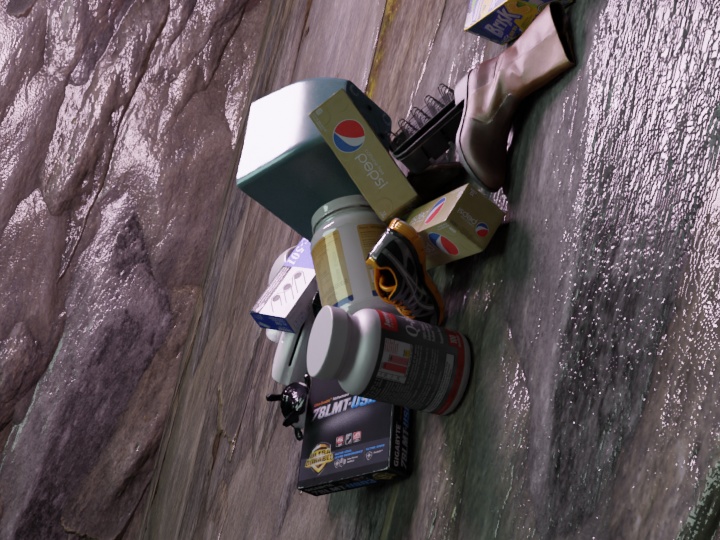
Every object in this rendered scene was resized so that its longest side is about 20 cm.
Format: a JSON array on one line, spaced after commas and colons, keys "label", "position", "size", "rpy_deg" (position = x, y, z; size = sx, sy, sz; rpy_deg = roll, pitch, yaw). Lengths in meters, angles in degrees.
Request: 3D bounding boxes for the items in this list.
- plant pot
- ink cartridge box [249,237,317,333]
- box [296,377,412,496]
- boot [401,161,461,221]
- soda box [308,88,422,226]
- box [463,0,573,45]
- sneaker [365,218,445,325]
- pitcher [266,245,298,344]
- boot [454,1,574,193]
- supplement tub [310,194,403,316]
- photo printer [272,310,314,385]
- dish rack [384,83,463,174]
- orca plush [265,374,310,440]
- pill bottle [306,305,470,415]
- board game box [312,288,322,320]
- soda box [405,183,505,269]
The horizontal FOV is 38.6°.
[{"label": "plant pot", "position": [-0.058, -0.201, 1.697], "size": [0.199, 0.195, 0.198], "rpy_deg": [-27, 42, 35]}, {"label": "ink cartridge box", "position": [-0.102, 0.017, 1.809], "size": [0.093, 0.044, 0.201], "rpy_deg": [6, 51, 42]}, {"label": "box", "position": [-0.006, 0.224, 1.547], "size": [0.199, 0.049, 0.201], "rpy_deg": [-22, 53, 41]}, {"label": "boot", "position": [0.102, -0.107, 1.593], "size": [0.199, 0.074, 0.099], "rpy_deg": [-17, 82, 63]}, {"label": "soda box", "position": [0.008, -0.167, 1.535], "size": [0.067, 0.201, 0.064], "rpy_deg": [-35, -10, 6]}, {"label": "box", "position": [0.217, -0.375, 1.407], "size": [0.200, 0.069, 0.065], "rpy_deg": [168, 117, -70]}, {"label": "sneaker", "position": [0.058, 0.022, 1.436], "size": [0.077, 0.201, 0.078], "rpy_deg": [-42, 42, -23]}, {"label": "pitcher", "position": [-0.123, 0.030, 2.083], "size": [0.201, 0.120, 0.173], "rpy_deg": [107, -179, -46]}, {"label": "boot", "position": [0.213, -0.223, 1.354], "size": [0.199, 0.068, 0.191], "rpy_deg": [-33, 47, 46]}, {"label": "supplement tub", "position": [0.000, 0.000, 1.593], "size": [0.145, 0.142, 0.203], "rpy_deg": [-51, 45, 52]}, {"label": "photo printer", "position": [-0.103, 0.123, 1.893], "size": [0.200, 0.069, 0.169], "rpy_deg": [-36, -35, -83]}, {"label": "dish rack", "position": [0.103, -0.224, 1.567], "size": [0.153, 0.055, 0.200], "rpy_deg": [-40, 22, 3]}, {"label": "orca plush", "position": [-0.122, 0.224, 1.671], "size": [0.200, 0.070, 0.107], "rpy_deg": [-89, 6, -85]}, {"label": "pill bottle", "position": [0.036, 0.116, 1.362], "size": [0.116, 0.197, 0.118], "rpy_deg": [-165, 90, -71]}, {"label": "board game box", "position": [-0.041, 0.041, 1.764], "size": [0.201, 0.028, 0.137], "rpy_deg": [87, -156, -65]}, {"label": "soda box", "position": [0.116, -0.056, 1.421], "size": [0.064, 0.067, 0.200], "rpy_deg": [-57, 12, -18]}]
